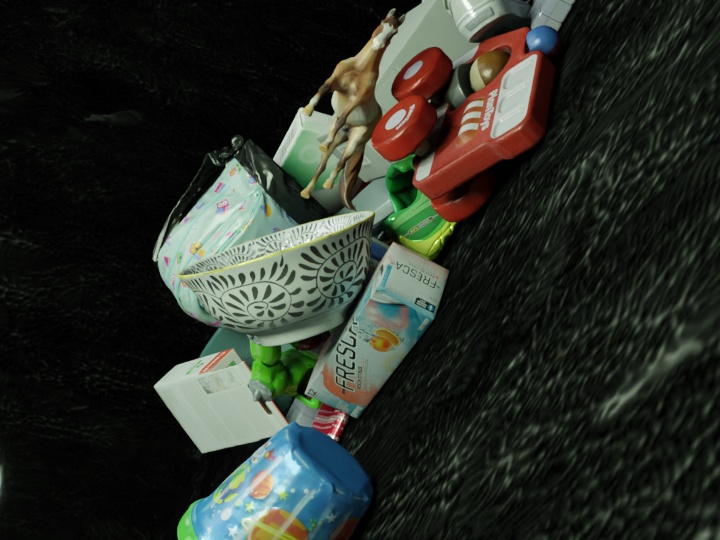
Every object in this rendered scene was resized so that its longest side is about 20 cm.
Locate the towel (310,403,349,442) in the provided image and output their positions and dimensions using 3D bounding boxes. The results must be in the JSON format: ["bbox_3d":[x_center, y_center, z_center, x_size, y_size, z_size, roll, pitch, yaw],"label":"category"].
[{"bbox_3d":[-0.030,0.156,1.471,0.200,0.022,0.145,-65,7,-10],"label":"towel"}]

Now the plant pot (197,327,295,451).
[{"bbox_3d":[-0.119,0.101,1.717,0.200,0.141,0.141,-63,-5,38],"label":"plant pot"}]

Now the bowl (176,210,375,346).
[{"bbox_3d":[-0.069,0.016,1.294,0.201,0.200,0.094,-123,16,-83],"label":"bowl"}]

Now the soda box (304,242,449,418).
[{"bbox_3d":[0.013,0.063,1.303,0.200,0.063,0.068,-58,9,48],"label":"soda box"}]

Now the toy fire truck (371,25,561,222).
[{"bbox_3d":[0.115,-0.152,1.235,0.168,0.112,0.200,-28,29,36],"label":"toy fire truck"}]

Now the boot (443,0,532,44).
[{"bbox_3d":[0.126,-0.282,1.367,0.073,0.096,0.200,-32,-6,15],"label":"boot"}]

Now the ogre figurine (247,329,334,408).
[{"bbox_3d":[-0.066,0.082,1.455,0.200,0.098,0.120,-33,-40,-77],"label":"ogre figurine"}]

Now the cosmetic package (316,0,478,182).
[{"bbox_3d":[0.049,-0.204,1.480,0.200,0.090,0.107,-52,14,-14],"label":"cosmetic package"}]

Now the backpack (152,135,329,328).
[{"bbox_3d":[-0.146,-0.034,1.570,0.200,0.167,0.127,-47,40,0],"label":"backpack"}]

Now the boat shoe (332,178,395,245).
[{"bbox_3d":[0.021,-0.045,1.619,0.200,0.091,0.071,-33,28,49],"label":"boat shoe"}]

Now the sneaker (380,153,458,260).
[{"bbox_3d":[0.073,-0.102,1.367,0.074,0.083,0.200,-53,14,50],"label":"sneaker"}]

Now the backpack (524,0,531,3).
[{"bbox_3d":[0.170,-0.387,1.531,0.200,0.126,0.167,-54,8,43],"label":"backpack"}]

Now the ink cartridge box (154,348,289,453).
[{"bbox_3d":[-0.157,0.155,1.619,0.200,0.109,0.050,-19,20,48],"label":"ink cartridge box"}]

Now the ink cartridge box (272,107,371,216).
[{"bbox_3d":[-0.014,-0.111,1.676,0.050,0.200,0.161,-93,26,-43],"label":"ink cartridge box"}]

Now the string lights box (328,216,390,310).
[{"bbox_3d":[0.000,0.000,1.472,0.059,0.103,0.200,-63,6,9],"label":"string lights box"}]

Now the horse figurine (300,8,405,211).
[{"bbox_3d":[-0.011,-0.145,1.274,0.133,0.050,0.200,-58,-16,-28],"label":"horse figurine"}]

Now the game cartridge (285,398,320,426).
[{"bbox_3d":[-0.038,0.120,1.615,0.200,0.040,0.133,-65,10,-4],"label":"game cartridge"}]

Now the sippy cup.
[{"bbox_3d":[-0.062,0.204,1.115,0.130,0.140,0.178,-52,48,13],"label":"sippy cup"}]

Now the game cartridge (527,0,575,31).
[{"bbox_3d":[0.215,-0.327,1.356,0.200,0.038,0.130,-75,9,-60],"label":"game cartridge"}]
